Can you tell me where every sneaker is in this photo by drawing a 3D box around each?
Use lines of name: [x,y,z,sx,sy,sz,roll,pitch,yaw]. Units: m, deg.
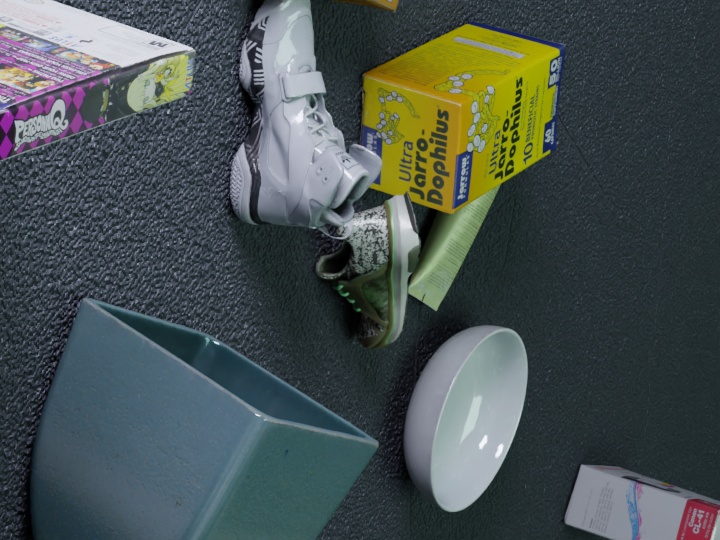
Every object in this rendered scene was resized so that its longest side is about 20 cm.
sneaker: [0.000,0.000,1.783,0.201,0.088,0.077,100,-13,-51]
sneaker: [-0.039,-0.124,1.578,0.075,0.114,0.202,-18,121,-56]

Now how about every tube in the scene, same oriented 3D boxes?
tube: [0.101,-0.060,1.936,0.058,0.052,0.202,25,87,-19]

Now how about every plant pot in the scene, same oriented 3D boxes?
plant pot: [-0.143,0.165,1.501,0.201,0.195,0.196,-61,151,3]

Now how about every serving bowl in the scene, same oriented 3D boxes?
serving bowl: [0.100,0.148,2.028,0.200,0.065,0.202,-36,135,-46]

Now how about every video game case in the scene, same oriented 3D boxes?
video game case: [-0.230,-0.127,1.156,0.181,0.198,0.036,-27,131,-52]

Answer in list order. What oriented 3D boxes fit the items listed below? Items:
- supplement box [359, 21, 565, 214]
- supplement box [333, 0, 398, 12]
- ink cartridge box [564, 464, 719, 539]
supplement box: [0.096,-0.146,1.806,0.200,0.109,0.110,-32,133,-49]
supplement box: [-0.034,-0.264,1.559,0.200,0.066,0.070,17,88,-62]
ink cartridge box: [0.383,0.317,2.480,0.147,0.198,0.087,14,94,-61]
